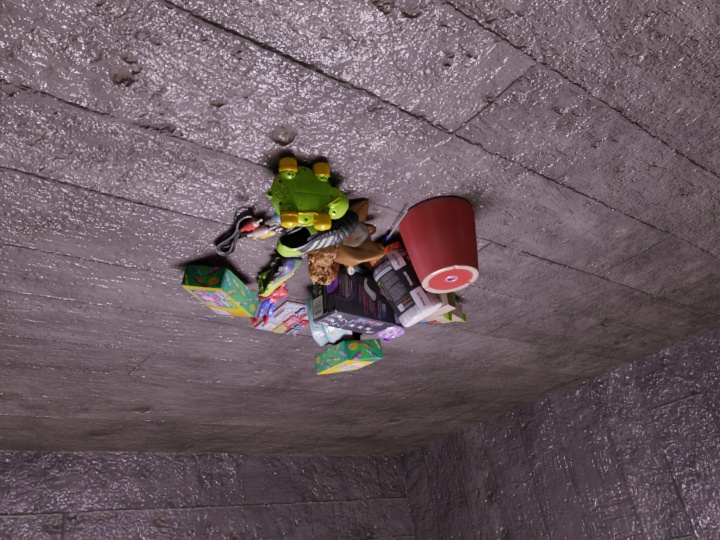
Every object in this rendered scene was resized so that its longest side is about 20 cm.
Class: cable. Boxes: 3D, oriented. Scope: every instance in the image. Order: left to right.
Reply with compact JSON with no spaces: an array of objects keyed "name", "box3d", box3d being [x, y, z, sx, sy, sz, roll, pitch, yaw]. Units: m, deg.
[{"name":"cable","box3d":[-0.284,-0.081,1.504,0.199,0.051,0.097,-28,147,28]}]

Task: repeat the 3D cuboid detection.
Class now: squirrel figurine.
[{"name":"squirrel figurine","box3d":[-0.046,-0.051,1.555,0.199,0.142,0.187,-24,172,-9]}]

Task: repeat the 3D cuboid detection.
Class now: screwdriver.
[{"name":"screwdriver","box3d":[0.080,-0.102,1.620,0.028,0.029,0.200,1,147,-20]}]

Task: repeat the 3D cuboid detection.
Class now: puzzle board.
[{"name":"puzzle board","box3d":[-0.219,0.154,2.013,0.150,0.017,0.200,12,145,-37]}]

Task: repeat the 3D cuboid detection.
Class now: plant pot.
[{"name":"plant pot","box3d":[0.205,-0.053,1.584,0.199,0.178,0.201,-8,153,-4]}]

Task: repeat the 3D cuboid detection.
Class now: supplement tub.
[{"name":"supplement tub","box3d":[0.114,0.034,1.660,0.122,0.201,0.123,-30,169,-6]}]

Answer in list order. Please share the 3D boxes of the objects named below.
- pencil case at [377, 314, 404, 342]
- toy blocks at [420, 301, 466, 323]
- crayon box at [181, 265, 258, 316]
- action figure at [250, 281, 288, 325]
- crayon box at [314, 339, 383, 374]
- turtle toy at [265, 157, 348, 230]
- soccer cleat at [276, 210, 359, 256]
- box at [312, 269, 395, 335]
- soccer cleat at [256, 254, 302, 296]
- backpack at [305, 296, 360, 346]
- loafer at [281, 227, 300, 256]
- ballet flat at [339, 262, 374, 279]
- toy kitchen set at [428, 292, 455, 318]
[{"name":"pencil case","box3d":[0.082,0.093,1.809,0.083,0.201,0.086,13,148,-19]},{"name":"toy blocks","box3d":[0.232,0.126,2.048,0.136,0.101,0.200,-14,154,33]},{"name":"crayon box","box3d":[-0.363,0.057,1.677,0.118,0.059,0.200,4,156,19]},{"name":"action figure","box3d":[-0.258,0.087,1.837,0.065,0.052,0.200,3,146,-34]},{"name":"crayon box","box3d":[-0.037,0.249,1.840,0.118,0.059,0.200,1,161,-30]},{"name":"turtle toy","box3d":[-0.109,-0.151,1.355,0.199,0.147,0.101,3,171,-30]},{"name":"soccer cleat","box3d":[-0.091,-0.084,1.419,0.199,0.068,0.081,-24,171,-11]},{"name":"box","box3d":[-0.018,0.086,1.686,0.199,0.123,0.106,16,150,-35]},{"name":"soccer cleat","box3d":[-0.216,0.016,1.702,0.083,0.065,0.200,-5,156,-34]},{"name":"backpack","box3d":[-0.075,0.126,1.831,0.150,0.179,0.200,-12,160,0]},{"name":"loafer","box3d":[-0.153,-0.082,1.524,0.069,0.070,0.200,-6,152,-8]},{"name":"ballet flat","box3d":[0.000,0.000,1.734,0.068,0.069,0.200,-16,153,16]},{"name":"toy kitchen set","box3d":[0.220,0.069,1.819,0.163,0.181,0.200,-27,147,32]}]
